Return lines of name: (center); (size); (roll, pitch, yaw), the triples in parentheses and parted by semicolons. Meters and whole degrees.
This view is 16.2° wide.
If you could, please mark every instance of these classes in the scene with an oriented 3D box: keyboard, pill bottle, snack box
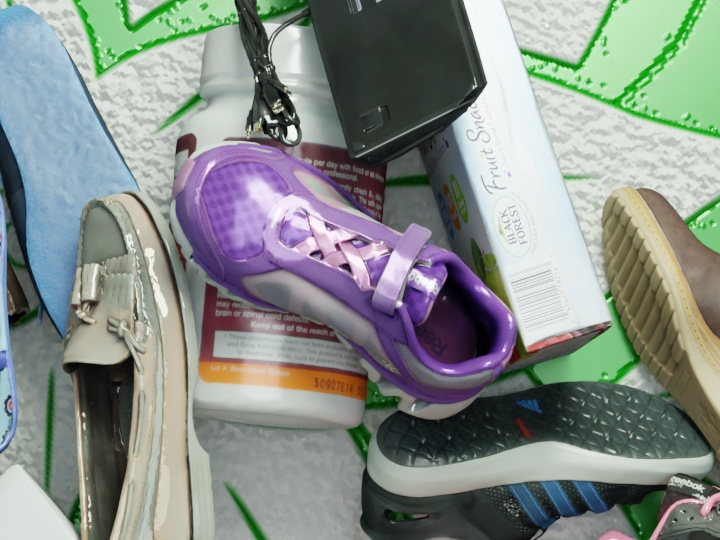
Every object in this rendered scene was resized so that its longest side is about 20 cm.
keyboard: (-0.011, -0.134, 1.269); (0.126, 0.021, 0.201); (-25, 55, 15)
pill bottle: (-0.045, -0.021, 1.331); (0.113, 0.114, 0.202); (6, 83, -3)
snack box: (0.069, -0.051, 1.327); (0.053, 0.142, 0.201); (-17, 84, -7)

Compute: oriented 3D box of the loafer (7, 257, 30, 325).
loafer: (-0.253, 0.059, 1.327); (0.071, 0.073, 0.200); (45, 83, 3)

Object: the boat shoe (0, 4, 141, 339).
boat shoe: (-0.152, -0.044, 1.352); (0.083, 0.069, 0.202); (-13, 82, -10)

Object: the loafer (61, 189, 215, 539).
loafer: (-0.119, 0.058, 1.262); (0.063, 0.072, 0.202); (-4, 79, -37)

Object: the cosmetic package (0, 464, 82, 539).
cosmetic package: (-0.143, 0.200, 1.299); (0.081, 0.113, 0.200); (-40, 85, -8)

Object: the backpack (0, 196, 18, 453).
backpack: (-0.233, 0.024, 1.203); (0.133, 0.200, 0.184); (-3, 78, -13)

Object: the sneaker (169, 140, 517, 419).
sneaker: (0.000, 0.000, 1.239); (0.199, 0.088, 0.081); (34, 74, -18)

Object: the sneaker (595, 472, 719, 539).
sneaker: (0.195, 0.144, 1.303); (0.199, 0.079, 0.096); (-27, 82, 33)

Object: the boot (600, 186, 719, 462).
boot: (0.238, 0.021, 1.379); (0.165, 0.072, 0.201); (-22, 74, -22)

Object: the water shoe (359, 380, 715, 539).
water shoe: (0.092, 0.109, 1.354); (0.198, 0.072, 0.079); (0, 127, -19)
